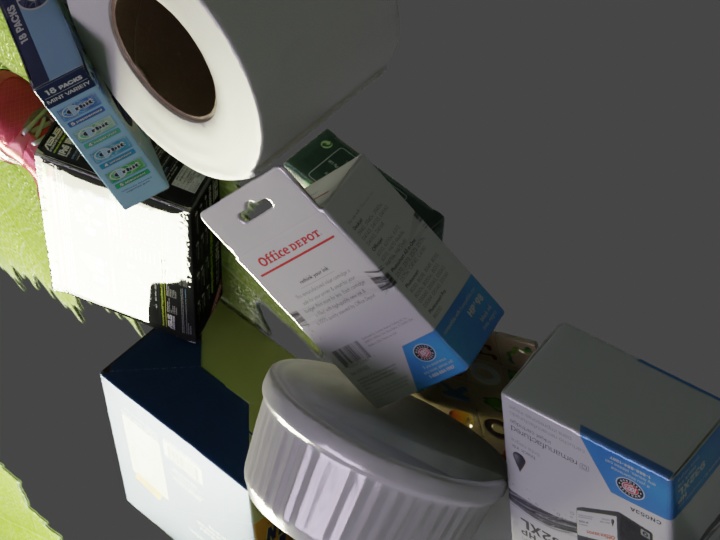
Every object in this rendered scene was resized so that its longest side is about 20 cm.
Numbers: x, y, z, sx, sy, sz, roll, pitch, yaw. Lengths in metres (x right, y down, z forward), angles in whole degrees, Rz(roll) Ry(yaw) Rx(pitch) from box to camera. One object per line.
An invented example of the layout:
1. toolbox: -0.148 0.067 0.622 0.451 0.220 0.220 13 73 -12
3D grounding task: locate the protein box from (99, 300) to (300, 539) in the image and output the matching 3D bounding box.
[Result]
1. protein box: -0.116 0.168 1.973 0.198 0.135 0.201 34 149 28

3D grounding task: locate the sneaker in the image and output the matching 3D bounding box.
1. sneaker: -0.273 -0.106 1.964 0.086 0.074 0.201 -2 131 46

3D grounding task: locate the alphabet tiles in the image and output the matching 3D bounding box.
1. alphabet tiles: 0.087 0.095 1.645 0.199 0.006 0.167 13 142 27

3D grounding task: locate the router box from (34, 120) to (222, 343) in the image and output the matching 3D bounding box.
1. router box: -0.201 -0.037 1.878 0.149 0.062 0.201 20 145 11

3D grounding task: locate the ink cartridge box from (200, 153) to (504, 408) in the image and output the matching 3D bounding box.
1. ink cartridge box: -0.006 -0.005 1.542 0.200 0.067 0.116 48 141 -13

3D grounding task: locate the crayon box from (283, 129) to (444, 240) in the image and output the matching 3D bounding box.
1. crayon box: 0.000 0.000 1.675 0.126 0.052 0.201 37 151 24

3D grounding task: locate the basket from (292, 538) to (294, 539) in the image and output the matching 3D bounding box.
1. basket: 0.004 0.245 1.847 0.200 0.135 0.181 115 152 -57

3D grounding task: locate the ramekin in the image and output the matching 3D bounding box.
1. ramekin: 0.005 0.151 1.591 0.201 0.095 0.202 24 -170 -5

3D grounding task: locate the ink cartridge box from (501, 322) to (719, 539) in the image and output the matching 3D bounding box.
1. ink cartridge box: 0.184 0.156 1.538 0.145 0.084 0.201 26 145 28

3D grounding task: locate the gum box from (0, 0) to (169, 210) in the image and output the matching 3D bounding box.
1. gum box: -0.220 -0.163 1.617 0.171 0.044 0.200 65 -177 28

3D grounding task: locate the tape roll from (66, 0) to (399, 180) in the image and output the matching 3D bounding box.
1. tape roll: -0.090 -0.183 1.483 0.202 0.139 0.203 37 151 24

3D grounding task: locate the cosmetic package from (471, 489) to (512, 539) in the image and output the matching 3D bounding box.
1. cosmetic package: 0.148 0.237 1.689 0.200 0.074 0.102 35 158 16
